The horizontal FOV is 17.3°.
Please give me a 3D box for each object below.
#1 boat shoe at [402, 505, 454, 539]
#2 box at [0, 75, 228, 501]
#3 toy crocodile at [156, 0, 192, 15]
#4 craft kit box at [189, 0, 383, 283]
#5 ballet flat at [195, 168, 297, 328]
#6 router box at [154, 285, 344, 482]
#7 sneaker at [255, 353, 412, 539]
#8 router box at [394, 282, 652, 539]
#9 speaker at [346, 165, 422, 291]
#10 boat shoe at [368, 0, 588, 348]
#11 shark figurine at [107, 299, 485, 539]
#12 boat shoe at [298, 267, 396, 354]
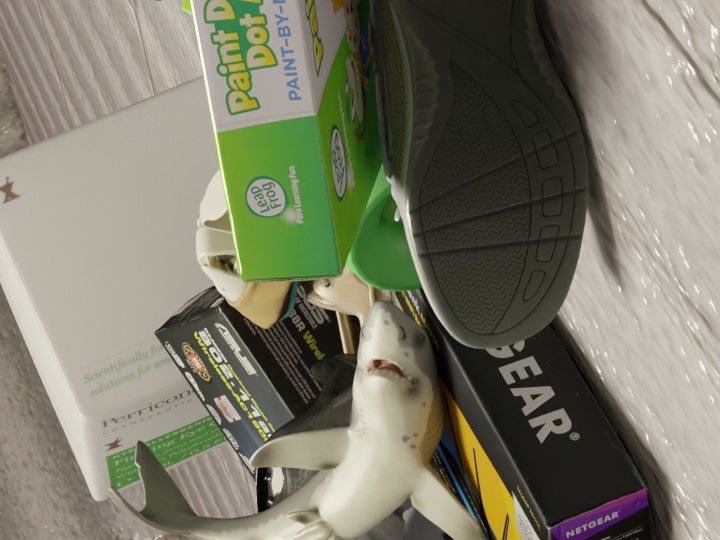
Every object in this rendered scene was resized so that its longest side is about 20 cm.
[{"bbox_3d":[0.077,0.165,1.196,0.068,0.072,0.200,34,-172,-27],"label":"boat shoe"},{"bbox_3d":[-0.131,0.009,1.593,0.172,0.198,0.201,94,151,-65],"label":"box"},{"bbox_3d":[-0.081,-0.168,1.262,0.200,0.062,0.068,29,98,45],"label":"toy crocodile"},{"bbox_3d":[-0.023,-0.129,0.902,0.198,0.048,0.201,-66,-29,-58],"label":"craft kit box"},{"bbox_3d":[-0.056,-0.026,1.225,0.200,0.063,0.069,117,148,-61],"label":"ballet flat"},{"bbox_3d":[-0.029,0.093,1.417,0.201,0.062,0.150,55,159,-5],"label":"router box"},{"bbox_3d":[-0.022,0.130,1.225,0.090,0.201,0.066,16,167,31],"label":"sneaker"},{"bbox_3d":[0.074,0.086,1.082,0.200,0.051,0.150,-119,13,-45],"label":"router box"},{"bbox_3d":[-0.008,-0.083,1.095,0.089,0.088,0.200,80,165,-47],"label":"speaker"},{"bbox_3d":[0.039,-0.071,0.920,0.065,0.074,0.203,-124,20,-73],"label":"boat shoe"},{"bbox_3d":[-0.013,0.090,1.131,0.128,0.214,0.090,46,-142,-15],"label":"shark figurine"},{"bbox_3d":[0.000,0.000,1.265,0.072,0.065,0.201,-138,29,-68],"label":"boat shoe"}]
